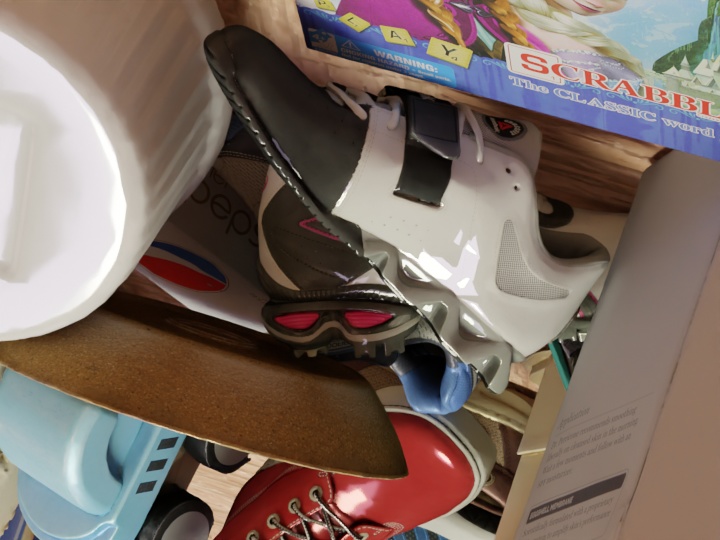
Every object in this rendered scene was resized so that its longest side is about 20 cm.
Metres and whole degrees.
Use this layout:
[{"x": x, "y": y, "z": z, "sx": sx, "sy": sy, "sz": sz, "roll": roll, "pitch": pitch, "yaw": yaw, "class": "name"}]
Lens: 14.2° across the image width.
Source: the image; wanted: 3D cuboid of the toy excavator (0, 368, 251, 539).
[{"x": -0.138, "y": 0.047, "z": 1.458, "sx": 0.100, "sy": 0.195, "sz": 0.200, "roll": 28, "pitch": -176, "yaw": 36, "class": "toy excavator"}]

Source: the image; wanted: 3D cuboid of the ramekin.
[{"x": -0.159, "y": -0.066, "z": 1.173, "sx": 0.200, "sy": 0.098, "sz": 0.201, "roll": 9, "pitch": 129, "yaw": 11, "class": "ramekin"}]

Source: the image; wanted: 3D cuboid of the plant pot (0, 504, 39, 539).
[{"x": -0.246, "y": 0.135, "z": 1.721, "sx": 0.179, "sy": 0.200, "sz": 0.200, "roll": 7, "pitch": 155, "yaw": 18, "class": "plant pot"}]

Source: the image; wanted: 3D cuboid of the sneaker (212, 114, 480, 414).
[{"x": 0.000, "y": 0.000, "z": 1.312, "sx": 0.077, "sy": 0.085, "sz": 0.200, "roll": -3, "pitch": 147, "yaw": 46, "class": "sneaker"}]

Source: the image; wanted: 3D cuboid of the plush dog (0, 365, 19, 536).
[{"x": -0.228, "y": 0.027, "z": 1.564, "sx": 0.172, "sy": 0.160, "sz": 0.200, "roll": 27, "pitch": 134, "yaw": 26, "class": "plush dog"}]

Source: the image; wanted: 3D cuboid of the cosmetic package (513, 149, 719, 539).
[{"x": 0.190, "y": 0.071, "z": 1.146, "sx": 0.199, "sy": 0.200, "sz": 0.123, "roll": 26, "pitch": 160, "yaw": -12, "class": "cosmetic package"}]

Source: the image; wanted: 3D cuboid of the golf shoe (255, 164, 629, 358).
[{"x": 0.053, "y": -0.014, "z": 1.232, "sx": 0.199, "sy": 0.088, "sz": 0.077, "roll": -4, "pitch": -164, "yaw": 2, "class": "golf shoe"}]

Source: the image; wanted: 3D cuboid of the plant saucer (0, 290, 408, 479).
[{"x": -0.069, "y": 0.043, "z": 1.254, "sx": 0.200, "sy": 0.036, "sz": 0.200, "roll": 18, "pitch": -176, "yaw": -1, "class": "plant saucer"}]

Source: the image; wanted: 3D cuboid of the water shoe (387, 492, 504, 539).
[{"x": 0.054, "y": 0.142, "z": 1.561, "sx": 0.200, "sy": 0.071, "sz": 0.079, "roll": 17, "pitch": 129, "yaw": 31, "class": "water shoe"}]

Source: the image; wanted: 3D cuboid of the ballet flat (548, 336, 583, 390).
[{"x": 0.119, "y": 0.063, "z": 1.247, "sx": 0.072, "sy": 0.201, "sz": 0.072, "roll": -2, "pitch": 127, "yaw": -3, "class": "ballet flat"}]

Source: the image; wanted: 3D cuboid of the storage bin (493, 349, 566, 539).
[{"x": 0.137, "y": 0.166, "z": 1.422, "sx": 0.198, "sy": 0.200, "sz": 0.094, "roll": 33, "pitch": 155, "yaw": -27, "class": "storage bin"}]

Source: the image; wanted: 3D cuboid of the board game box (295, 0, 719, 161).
[{"x": 0.066, "y": -0.118, "z": 1.030, "sx": 0.199, "sy": 0.041, "sz": 0.200, "roll": 16, "pitch": 158, "yaw": 14, "class": "board game box"}]

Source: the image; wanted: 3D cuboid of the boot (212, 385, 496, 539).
[{"x": -0.026, "y": 0.135, "z": 1.418, "sx": 0.072, "sy": 0.144, "sz": 0.200, "roll": 50, "pitch": 145, "yaw": -8, "class": "boot"}]

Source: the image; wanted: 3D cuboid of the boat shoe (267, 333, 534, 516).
[{"x": -0.001, "y": 0.080, "z": 1.520, "sx": 0.199, "sy": 0.072, "sz": 0.072, "roll": 18, "pitch": 158, "yaw": 9, "class": "boat shoe"}]

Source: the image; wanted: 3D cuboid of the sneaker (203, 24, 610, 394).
[{"x": 0.022, "y": -0.044, "z": 1.147, "sx": 0.200, "sy": 0.088, "sz": 0.074, "roll": 43, "pitch": -171, "yaw": -30, "class": "sneaker"}]

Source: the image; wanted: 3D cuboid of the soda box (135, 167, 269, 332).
[{"x": -0.095, "y": -0.045, "z": 1.323, "sx": 0.068, "sy": 0.064, "sz": 0.200, "roll": -3, "pitch": 147, "yaw": 46, "class": "soda box"}]
